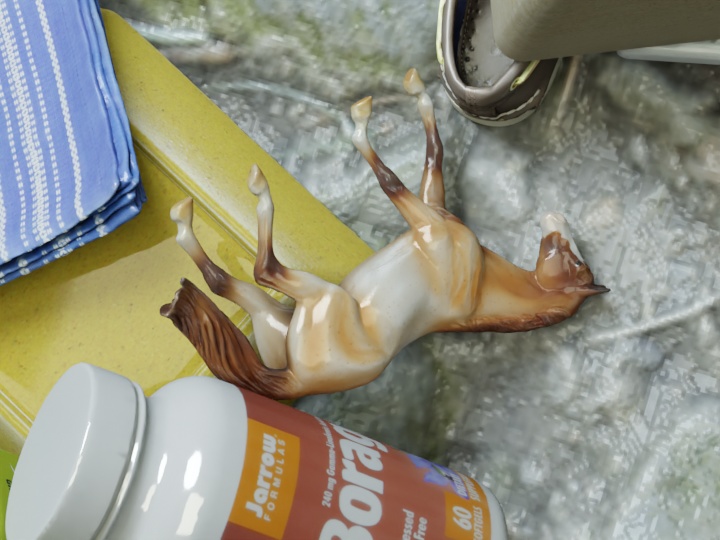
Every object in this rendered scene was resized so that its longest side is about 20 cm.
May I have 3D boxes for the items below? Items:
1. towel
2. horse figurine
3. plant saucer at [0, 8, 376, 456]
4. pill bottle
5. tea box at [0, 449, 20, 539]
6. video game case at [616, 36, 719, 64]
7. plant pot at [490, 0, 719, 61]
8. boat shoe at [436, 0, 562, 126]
[{"bbox_3d":[-0.195,-0.050,1.198,0.199,0.024,0.145,-26,60,17],"label":"towel"},{"bbox_3d":[0.000,0.000,1.160,0.199,0.050,0.133,-31,98,-24],"label":"horse figurine"},{"bbox_3d":[-0.121,0.010,1.209,0.200,0.048,0.200,42,93,8],"label":"plant saucer"},{"bbox_3d":[-0.045,0.113,1.118,0.199,0.112,0.113,22,90,-22],"label":"pill bottle"},{"bbox_3d":[-0.237,0.168,1.106,0.200,0.196,0.134,-36,53,19],"label":"tea box"},{"bbox_3d":[0.220,-0.180,1.168,0.199,0.023,0.183,4,87,2],"label":"video game case"},{"bbox_3d":[0.150,-0.208,1.068,0.198,0.177,0.201,-6,86,-2],"label":"plant pot"},{"bbox_3d":[0.081,-0.166,1.181,0.071,0.060,0.201,18,90,9],"label":"boat shoe"}]
